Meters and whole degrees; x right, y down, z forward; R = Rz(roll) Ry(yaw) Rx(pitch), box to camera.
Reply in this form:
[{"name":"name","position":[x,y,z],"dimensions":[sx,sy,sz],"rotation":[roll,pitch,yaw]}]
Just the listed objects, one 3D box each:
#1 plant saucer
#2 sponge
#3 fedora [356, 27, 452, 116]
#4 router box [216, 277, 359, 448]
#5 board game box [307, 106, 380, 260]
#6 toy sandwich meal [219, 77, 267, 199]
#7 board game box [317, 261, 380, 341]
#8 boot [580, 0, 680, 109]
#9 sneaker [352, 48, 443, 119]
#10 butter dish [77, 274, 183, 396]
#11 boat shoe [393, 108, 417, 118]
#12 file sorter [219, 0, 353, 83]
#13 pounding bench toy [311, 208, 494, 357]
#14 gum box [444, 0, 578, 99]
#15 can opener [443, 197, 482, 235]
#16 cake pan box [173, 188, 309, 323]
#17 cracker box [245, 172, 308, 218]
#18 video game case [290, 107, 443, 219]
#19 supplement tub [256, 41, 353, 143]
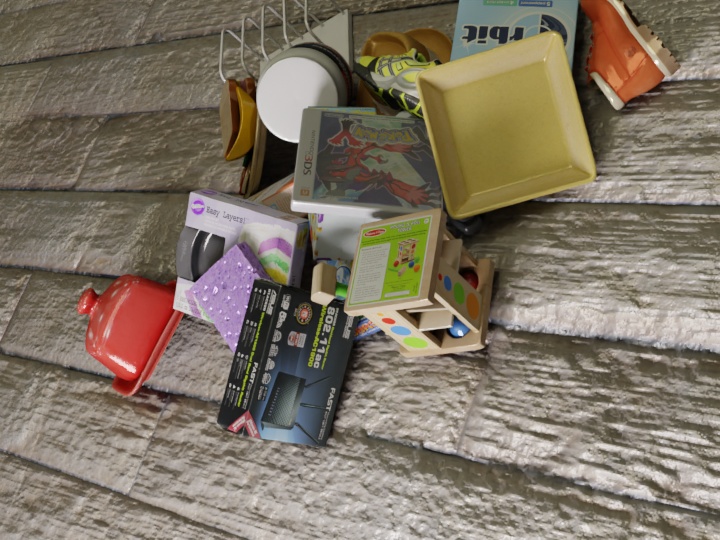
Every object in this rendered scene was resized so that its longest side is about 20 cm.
[{"name":"plant saucer","position":[0.189,-0.186,1.407],"dimensions":[0.197,0.048,0.203],"rotation":[-15,86,11]},{"name":"sponge","position":[-0.149,0.071,1.537],"dimensions":[0.111,0.030,0.201],"rotation":[-40,82,24]},{"name":"fedora","position":[0.053,-0.309,1.655],"dimensions":[0.199,0.082,0.203],"rotation":[-22,50,29]},{"name":"router box","position":[-0.092,0.125,1.419],"dimensions":[0.062,0.149,0.203],"rotation":[13,88,46]},{"name":"board game box","position":[-0.022,-0.123,1.506],"dimensions":[0.101,0.106,0.202],"rotation":[0,49,-10]},{"name":"toy sandwich meal","position":[-0.196,-0.217,1.756],"dimensions":[0.205,0.069,0.209],"rotation":[-174,90,-79]},{"name":"board game box","position":[0.000,0.000,1.537],"dimensions":[0.134,0.034,0.202],"rotation":[-25,49,27]},{"name":"boot","position":[0.326,-0.298,1.421],"dimensions":[0.107,0.075,0.201],"rotation":[-42,45,19]},{"name":"sneaker","position":[0.060,-0.274,1.530],"dimensions":[0.077,0.075,0.200],"rotation":[-52,39,-1]},{"name":"butter dish","position":[-0.379,0.079,1.707],"dimensions":[0.201,0.147,0.200],"rotation":[-62,18,-11]},{"name":"boat shoe","position":[0.130,-0.265,1.566],"dimensions":[0.198,0.072,0.072],"rotation":[-29,63,10]},{"name":"file sorter","position":[-0.127,-0.379,1.828],"dimensions":[0.198,0.124,0.140],"rotation":[-23,51,28]},{"name":"pounding bench toy","position":[0.053,0.029,1.382],"dimensions":[0.198,0.156,0.126],"rotation":[-10,56,35]},{"name":"gum box","position":[0.213,-0.310,1.493],"dimensions":[0.167,0.045,0.203],"rotation":[4,63,11]},{"name":"can opener","position":[0.090,-0.104,1.507],"dimensions":[0.067,0.054,0.200],"rotation":[-36,43,-8]},{"name":"cake pan box","position":[-0.178,-0.008,1.582],"dimensions":[0.198,0.052,0.187],"rotation":[18,104,23]},{"name":"cracker box","position":[-0.140,-0.093,1.655],"dimensions":[0.198,0.058,0.134],"rotation":[-27,11,26]},{"name":"video game case","position":[0.012,-0.143,1.440],"dimensions":[0.197,0.023,0.184],"rotation":[5,50,-2]},{"name":"supplement tub","position":[-0.085,-0.274,1.657],"dimensions":[0.140,0.141,0.200],"rotation":[-40,10,13]}]
